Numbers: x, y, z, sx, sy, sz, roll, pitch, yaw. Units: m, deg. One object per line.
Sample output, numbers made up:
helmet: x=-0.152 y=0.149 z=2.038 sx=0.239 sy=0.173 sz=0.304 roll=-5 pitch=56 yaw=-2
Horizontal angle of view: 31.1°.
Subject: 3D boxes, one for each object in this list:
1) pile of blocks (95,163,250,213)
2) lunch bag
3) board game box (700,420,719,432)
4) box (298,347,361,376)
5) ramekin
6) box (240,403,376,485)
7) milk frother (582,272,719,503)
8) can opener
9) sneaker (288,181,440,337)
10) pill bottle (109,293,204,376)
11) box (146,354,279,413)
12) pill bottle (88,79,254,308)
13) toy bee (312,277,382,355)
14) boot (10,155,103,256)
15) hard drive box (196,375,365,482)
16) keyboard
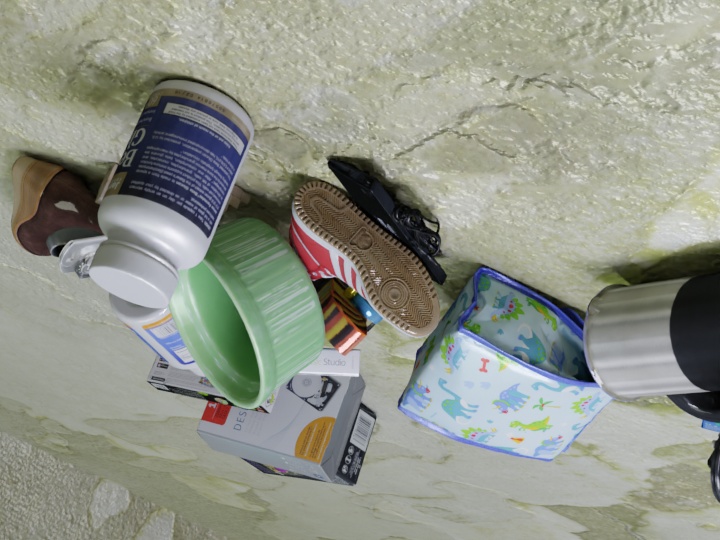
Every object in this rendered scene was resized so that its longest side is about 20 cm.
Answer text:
pile of blocks: x=-0.219 y=-0.070 z=1.460 sx=0.198 sy=0.063 sz=0.082 roll=6 pitch=154 yaw=32
lunch bag: x=0.169 y=0.116 z=1.423 sx=0.199 sy=0.128 sz=0.170 roll=29 pitch=137 yaw=-3
board game box: x=0.445 y=0.134 z=1.378 sx=0.151 sy=0.045 sz=0.200 roll=14 pitch=157 yaw=18
box: x=-0.078 y=0.113 z=1.611 sx=0.143 sy=0.037 sz=0.200 roll=3 pitch=174 yaw=-5
ramekin: x=-0.126 y=0.040 z=1.423 sx=0.200 sy=0.097 sz=0.201 roll=40 pitch=146 yaw=35
box: x=-0.092 y=0.253 z=2.020 sx=0.199 sy=0.123 sz=0.106 roll=1 pitch=152 yaw=40
milk frother: x=0.304 y=0.109 z=1.207 sx=0.187 sy=0.200 sz=0.182 roll=-13 pitch=111 yaw=54
can opener: x=-0.258 y=-0.038 z=1.481 sx=0.199 sy=0.067 sz=0.054 roll=-12 pitch=144 yaw=-36
sneaker: x=0.000 y=0.000 z=1.371 sx=0.200 sy=0.071 sz=0.113 roll=47 pitch=160 yaw=5
pill bottle: x=-0.240 y=0.062 z=1.722 sx=0.111 sy=0.113 sz=0.200 roll=9 pitch=156 yaw=26
box: x=-0.200 y=0.132 z=1.850 sx=0.198 sy=0.111 sz=0.035 roll=9 pitch=156 yaw=28
pill bottle: x=-0.185 y=-0.071 z=1.241 sx=0.110 sy=0.202 sz=0.111 roll=17 pitch=158 yaw=7
toy bee: x=-0.034 y=0.041 z=1.503 sx=0.109 sy=0.131 sz=0.200 roll=46 pitch=168 yaw=1
boot: x=-0.346 y=-0.045 z=1.588 sx=0.165 sy=0.073 sz=0.201 roll=30 pitch=152 yaw=12
hard drive box: x=-0.113 y=0.200 z=1.873 sx=0.198 sy=0.157 sz=0.077 roll=11 pitch=156 yaw=20
keyboard: x=0.046 y=-0.052 z=1.331 sx=0.104 sy=0.040 sz=0.200 roll=34 pitch=171 yaw=37
